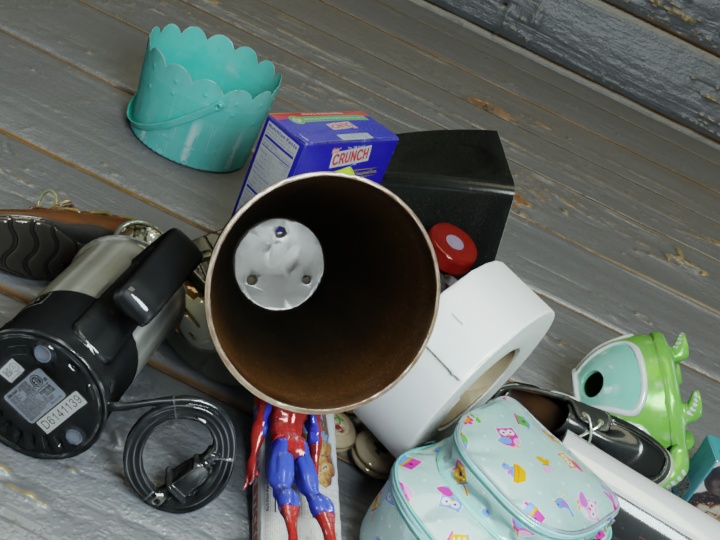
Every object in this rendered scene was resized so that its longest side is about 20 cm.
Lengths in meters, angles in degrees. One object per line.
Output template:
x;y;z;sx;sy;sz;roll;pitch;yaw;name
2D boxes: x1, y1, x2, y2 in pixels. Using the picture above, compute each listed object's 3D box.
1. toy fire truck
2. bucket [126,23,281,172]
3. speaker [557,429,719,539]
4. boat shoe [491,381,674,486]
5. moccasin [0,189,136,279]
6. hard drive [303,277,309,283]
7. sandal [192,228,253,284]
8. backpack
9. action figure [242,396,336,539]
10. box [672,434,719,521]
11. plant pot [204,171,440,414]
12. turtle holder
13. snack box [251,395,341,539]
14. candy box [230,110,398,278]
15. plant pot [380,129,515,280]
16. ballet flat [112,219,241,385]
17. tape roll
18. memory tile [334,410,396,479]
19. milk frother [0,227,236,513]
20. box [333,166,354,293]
0.093;0.050;1.082;0.200;0.112;0.168;39;38;5;toy fire truck
-0.222;-0.242;1.314;0.206;0.135;0.208;20;27;-11;bucket
0.273;0.245;0.934;0.199;0.082;0.081;31;28;10;speaker
0.233;0.176;0.995;0.199;0.072;0.068;24;-8;26;boat shoe
-0.303;-0.037;0.957;0.200;0.074;0.078;-4;29;-39;moccasin
-0.060;0.068;1.025;0.132;0.026;0.200;37;30;20;hard drive
-0.164;0.005;0.995;0.200;0.057;0.080;-11;65;-21;sandal
0.105;0.211;0.782;0.199;0.154;0.176;-19;55;-45;backpack
-0.058;0.156;0.764;0.065;0.052;0.201;14;39;-24;action figure
0.463;0.265;1.054;0.199;0.083;0.049;23;27;-4;box
-0.054;0.006;0.807;0.186;0.188;0.200;16;3;-18;plant pot
0.314;0.166;1.071;0.131;0.187;0.141;-7;-9;10;turtle holder
-0.057;0.162;0.814;0.071;0.024;0.201;14;44;-19;snack box
-0.062;-0.083;1.098;0.077;0.201;0.169;40;30;28;candy box
0.083;-0.074;1.235;0.176;0.201;0.200;9;29;-6;plant pot
-0.174;0.031;0.910;0.067;0.064;0.200;-40;81;-19;ballet flat
0.087;0.087;0.869;0.071;0.203;0.202;46;32;18;tape roll
0.004;0.138;0.930;0.199;0.017;0.153;31;30;-5;memory tile
-0.190;0.085;0.800;0.201;0.180;0.188;64;20;-19;milk frother
0.000;0.000;0.986;0.047;0.122;0.201;-16;44;3;box
